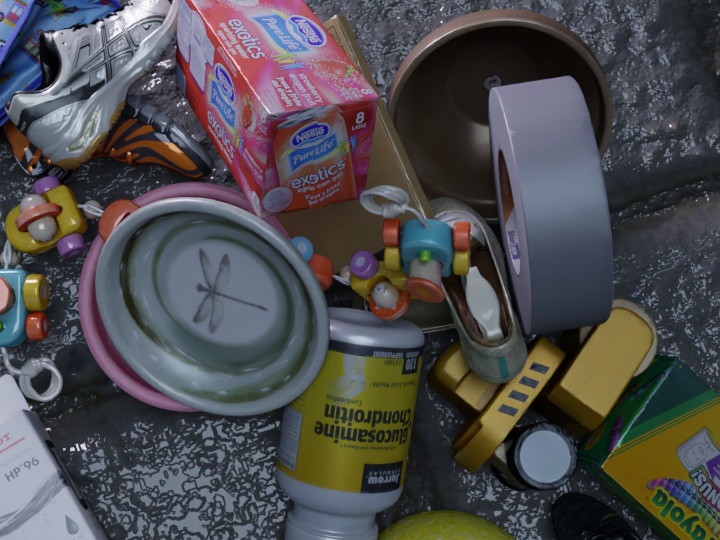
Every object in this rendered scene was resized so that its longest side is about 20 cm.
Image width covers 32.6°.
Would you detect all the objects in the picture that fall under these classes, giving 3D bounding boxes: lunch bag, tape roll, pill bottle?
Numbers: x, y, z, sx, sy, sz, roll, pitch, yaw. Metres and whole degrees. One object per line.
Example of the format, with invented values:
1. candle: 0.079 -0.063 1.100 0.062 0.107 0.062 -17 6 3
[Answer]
1. lunch bag: -0.334 -0.204 1.071 0.150 0.094 0.201 34 84 32
2. tape roll: 0.151 -0.052 0.994 0.065 0.200 0.203 -8 82 1
3. pill bottle: -0.012 0.139 1.050 0.111 0.112 0.202 7 97 -4

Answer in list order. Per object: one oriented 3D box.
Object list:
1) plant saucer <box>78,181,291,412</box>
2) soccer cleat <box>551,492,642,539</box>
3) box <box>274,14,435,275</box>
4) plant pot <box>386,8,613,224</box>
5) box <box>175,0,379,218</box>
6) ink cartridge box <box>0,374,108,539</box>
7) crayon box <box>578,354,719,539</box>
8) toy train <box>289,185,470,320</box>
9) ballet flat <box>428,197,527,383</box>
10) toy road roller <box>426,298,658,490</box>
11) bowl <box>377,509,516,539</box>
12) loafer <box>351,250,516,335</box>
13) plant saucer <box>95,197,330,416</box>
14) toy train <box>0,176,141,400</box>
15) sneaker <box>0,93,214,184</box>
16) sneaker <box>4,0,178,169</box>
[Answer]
1. plant saucer: -0.147 0.025 1.092 0.198 0.051 0.203 0 80 0
2. soccer cleat: 0.228 0.250 1.039 0.067 0.082 0.200 -22 42 -14
3. box: -0.040 -0.098 1.095 0.163 0.021 0.202 -27 83 30
4. plant pot: 0.122 -0.150 1.107 0.198 0.093 0.202 1 125 2
5. box: -0.072 -0.146 0.985 0.095 0.100 0.201 -13 46 -24
6. ink cartridge box: -0.303 0.199 1.046 0.115 0.068 0.201 -31 85 -9
7. crayon box: 0.299 0.183 1.087 0.200 0.058 0.119 41 80 -13
8. toy train: 0.000 0.000 0.996 0.149 0.199 0.056 19 65 -29
9. ballet flat: 0.095 0.001 1.039 0.067 0.063 0.201 -21 55 -1
10. toy road roller: 0.149 0.091 1.077 0.146 0.123 0.201 38 80 3
11. bowl: 0.079 0.308 1.045 0.198 0.108 0.202 1 81 -5
12. loafer: 0.089 0.013 1.112 0.198 0.067 0.077 -13 82 -7
13. plant saucer: -0.115 0.024 0.999 0.198 0.050 0.202 8 122 13
14. toy train: -0.250 0.002 1.034 0.150 0.056 0.201 37 85 10
15. sneaker: -0.234 -0.108 1.105 0.199 0.078 0.113 30 84 11
16. sneaker: -0.219 -0.185 1.029 0.087 0.075 0.201 37 64 -21
